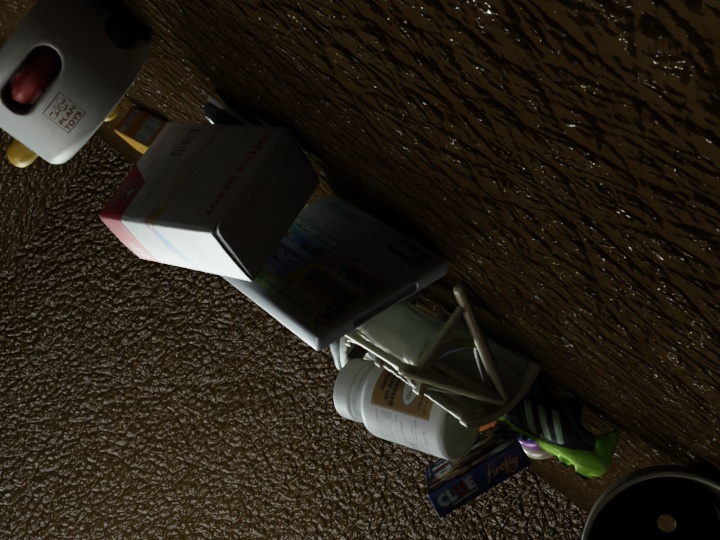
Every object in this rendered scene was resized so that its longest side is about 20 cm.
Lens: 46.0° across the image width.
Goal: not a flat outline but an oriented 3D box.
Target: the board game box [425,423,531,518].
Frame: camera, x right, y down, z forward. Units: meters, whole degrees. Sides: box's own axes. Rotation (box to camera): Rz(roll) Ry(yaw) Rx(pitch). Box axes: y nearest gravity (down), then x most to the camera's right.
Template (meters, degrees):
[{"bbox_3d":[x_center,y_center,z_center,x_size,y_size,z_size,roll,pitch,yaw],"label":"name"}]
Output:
[{"bbox_3d":[0.153,0.265,1.148,0.035,0.134,0.200,59,-179,5],"label":"board game box"}]

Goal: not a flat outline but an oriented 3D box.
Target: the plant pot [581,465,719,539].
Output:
[{"bbox_3d":[0.354,0.309,0.963,0.199,0.201,0.173,36,-170,14],"label":"plant pot"}]

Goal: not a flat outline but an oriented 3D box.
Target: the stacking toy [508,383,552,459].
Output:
[{"bbox_3d":[0.218,0.178,1.197,0.200,0.085,0.085,49,169,-29],"label":"stacking toy"}]

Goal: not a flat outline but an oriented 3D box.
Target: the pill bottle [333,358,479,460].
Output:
[{"bbox_3d":[0.063,0.186,1.198,0.198,0.116,0.114,10,157,39],"label":"pill bottle"}]

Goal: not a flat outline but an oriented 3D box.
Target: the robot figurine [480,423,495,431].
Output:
[{"bbox_3d":[0.149,0.167,1.310,0.199,0.117,0.144,40,171,-7],"label":"robot figurine"}]

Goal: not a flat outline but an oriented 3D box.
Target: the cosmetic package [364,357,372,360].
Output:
[{"bbox_3d":[0.091,0.163,1.601,0.081,0.113,0.199,40,172,-23],"label":"cosmetic package"}]

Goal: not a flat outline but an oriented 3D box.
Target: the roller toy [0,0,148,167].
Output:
[{"bbox_3d":[-0.338,-0.221,0.972,0.139,0.202,0.181,39,153,-24],"label":"roller toy"}]

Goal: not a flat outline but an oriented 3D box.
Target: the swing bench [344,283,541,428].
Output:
[{"bbox_3d":[0.084,0.090,1.064,0.200,0.130,0.198,43,170,-37],"label":"swing bench"}]

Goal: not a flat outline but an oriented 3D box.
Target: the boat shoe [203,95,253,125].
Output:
[{"bbox_3d":[-0.132,-0.129,1.027,0.073,0.062,0.200,36,173,40],"label":"boat shoe"}]

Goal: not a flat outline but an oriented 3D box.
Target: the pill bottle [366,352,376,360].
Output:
[{"bbox_3d":[-0.001,0.094,1.610,0.114,0.115,0.199,42,173,-33],"label":"pill bottle"}]

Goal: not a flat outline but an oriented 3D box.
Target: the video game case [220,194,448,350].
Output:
[{"bbox_3d":[-0.037,-0.007,0.916,0.199,0.181,0.022,32,139,39],"label":"video game case"}]

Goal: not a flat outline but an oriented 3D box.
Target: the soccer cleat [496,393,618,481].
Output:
[{"bbox_3d":[0.237,0.188,1.094,0.199,0.082,0.067,31,178,27],"label":"soccer cleat"}]

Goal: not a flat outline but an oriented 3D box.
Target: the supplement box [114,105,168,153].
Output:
[{"bbox_3d":[-0.394,-0.253,1.600,0.066,0.069,0.199,42,174,-38],"label":"supplement box"}]

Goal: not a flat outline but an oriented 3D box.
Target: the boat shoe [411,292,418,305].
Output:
[{"bbox_3d":[0.000,0.000,1.170,0.198,0.069,0.074,18,178,-28],"label":"boat shoe"}]

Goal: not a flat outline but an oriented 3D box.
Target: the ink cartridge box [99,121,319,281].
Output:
[{"bbox_3d":[-0.165,-0.080,0.920,0.198,0.149,0.086,12,149,38],"label":"ink cartridge box"}]

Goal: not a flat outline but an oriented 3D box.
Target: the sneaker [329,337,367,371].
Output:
[{"bbox_3d":[-0.032,0.053,1.272,0.084,0.204,0.074,9,-162,33],"label":"sneaker"}]
